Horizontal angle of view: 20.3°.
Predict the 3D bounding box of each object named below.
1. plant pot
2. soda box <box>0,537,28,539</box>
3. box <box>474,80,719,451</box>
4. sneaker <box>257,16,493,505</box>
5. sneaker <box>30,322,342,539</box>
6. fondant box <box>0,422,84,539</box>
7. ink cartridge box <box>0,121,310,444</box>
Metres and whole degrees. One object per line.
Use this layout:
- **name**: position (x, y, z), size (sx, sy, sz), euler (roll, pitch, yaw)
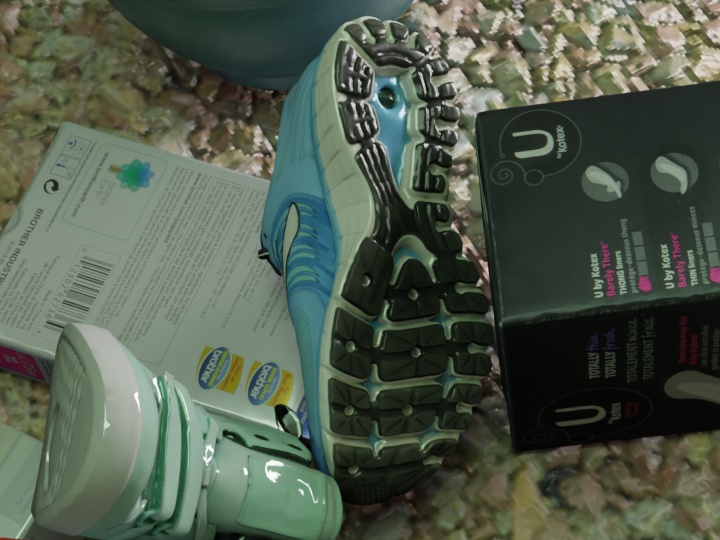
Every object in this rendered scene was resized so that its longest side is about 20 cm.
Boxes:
- **plant pot**: position (-0.044, -0.171, 0.959), size (0.200, 0.134, 0.201), euler (-3, 58, 5)
- **soda box**: position (-0.145, 0.133, 0.699), size (0.199, 0.064, 0.068), euler (6, 23, -5)
- **box**: position (0.153, -0.005, 0.840), size (0.199, 0.122, 0.106), euler (-7, 59, 3)
- **sneaker**: position (0.000, 0.000, 0.849), size (0.078, 0.090, 0.201), euler (8, 74, -30)
- **sneaker**: position (-0.058, 0.068, 0.740), size (0.118, 0.200, 0.074), euler (9, 80, -8)
- **fondant box**: position (-0.235, 0.112, 0.860), size (0.200, 0.058, 0.144), euler (22, 65, 20)
- **ink cartridge box**: position (-0.069, 0.012, 0.908), size (0.199, 0.042, 0.120), euler (16, 62, 18)
